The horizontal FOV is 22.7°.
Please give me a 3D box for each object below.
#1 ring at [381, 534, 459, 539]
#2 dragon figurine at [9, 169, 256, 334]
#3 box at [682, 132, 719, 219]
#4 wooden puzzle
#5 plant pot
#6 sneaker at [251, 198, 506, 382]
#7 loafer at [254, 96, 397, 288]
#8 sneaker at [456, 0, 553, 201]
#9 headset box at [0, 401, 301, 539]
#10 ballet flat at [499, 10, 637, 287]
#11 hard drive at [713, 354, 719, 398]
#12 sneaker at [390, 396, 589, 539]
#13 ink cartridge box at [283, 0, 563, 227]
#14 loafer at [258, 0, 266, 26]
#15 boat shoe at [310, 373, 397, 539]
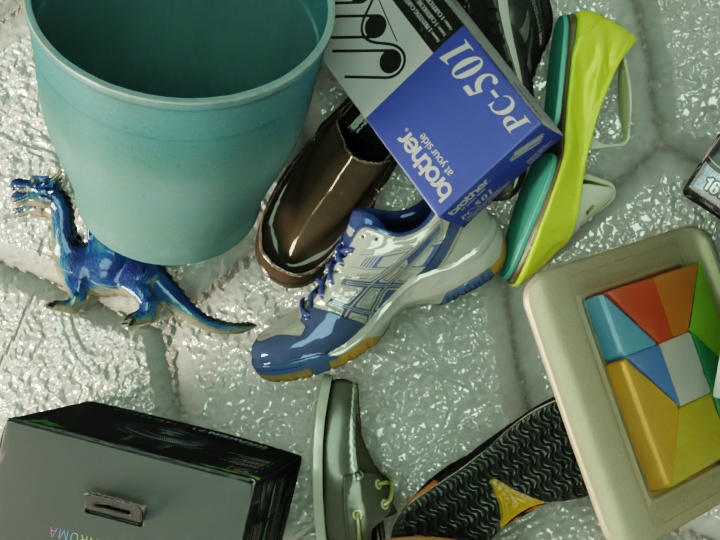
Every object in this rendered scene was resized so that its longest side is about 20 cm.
[{"bbox_3d":[0.033,0.248,1.231,0.199,0.019,0.201,-3,131,-3],"label":"ring"},{"bbox_3d":[-0.170,-0.012,1.297,0.199,0.059,0.100,12,91,9],"label":"dragon figurine"},{"bbox_3d":[0.330,-0.047,1.195,0.199,0.132,0.115,33,95,6],"label":"box"},{"bbox_3d":[0.206,0.071,1.194,0.037,0.199,0.186,-22,86,45],"label":"wooden puzzle"},{"bbox_3d":[-0.127,-0.112,1.211,0.199,0.189,0.201,5,47,-5],"label":"plant pot"},{"bbox_3d":[0.000,0.000,1.255,0.199,0.075,0.088,-32,113,0],"label":"sneaker"},{"bbox_3d":[-0.013,-0.078,1.271,0.073,0.071,0.201,33,93,7],"label":"loafer"},{"bbox_3d":[0.107,-0.151,1.251,0.075,0.087,0.201,4,102,45],"label":"sneaker"},{"bbox_3d":[-0.147,0.157,1.221,0.173,0.200,0.093,13,91,8],"label":"headset box"},{"bbox_3d":[0.152,-0.081,1.257,0.067,0.067,0.201,13,89,-9],"label":"ballet flat"},{"bbox_3d":[0.331,0.038,1.123,0.199,0.026,0.133,12,111,15],"label":"hard drive"},{"bbox_3d":[0.109,0.136,1.241,0.200,0.090,0.070,-33,94,7],"label":"sneaker"},{"bbox_3d":[0.040,-0.135,1.201,0.094,0.044,0.200,-42,66,15],"label":"ink cartridge box"},{"bbox_3d":[-0.018,-0.248,1.263,0.069,0.075,0.201,21,107,2],"label":"loafer"},{"bbox_3d":[-0.003,0.173,1.268,0.060,0.072,0.203,-1,95,8],"label":"boat shoe"}]
